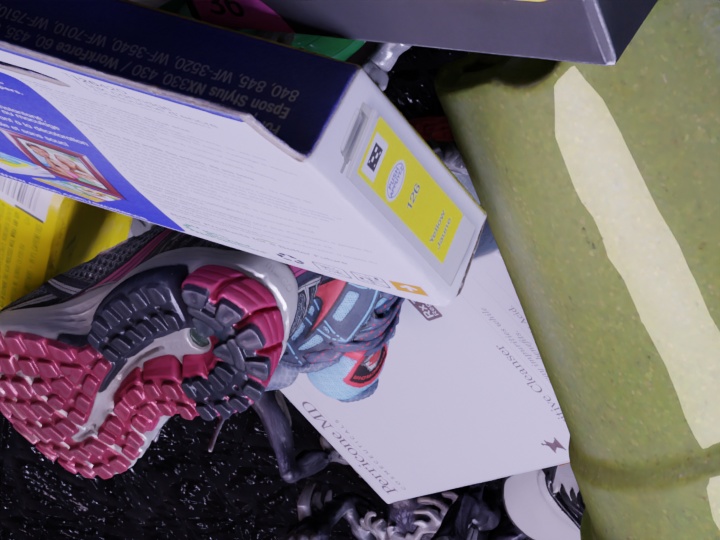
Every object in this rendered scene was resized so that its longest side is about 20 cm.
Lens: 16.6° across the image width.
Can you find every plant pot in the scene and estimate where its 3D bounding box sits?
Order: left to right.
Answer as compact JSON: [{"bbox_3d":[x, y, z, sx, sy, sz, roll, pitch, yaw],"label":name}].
[{"bbox_3d":[0.123,-0.020,0.854,0.200,0.200,0.185,-15,110,51],"label":"plant pot"}]

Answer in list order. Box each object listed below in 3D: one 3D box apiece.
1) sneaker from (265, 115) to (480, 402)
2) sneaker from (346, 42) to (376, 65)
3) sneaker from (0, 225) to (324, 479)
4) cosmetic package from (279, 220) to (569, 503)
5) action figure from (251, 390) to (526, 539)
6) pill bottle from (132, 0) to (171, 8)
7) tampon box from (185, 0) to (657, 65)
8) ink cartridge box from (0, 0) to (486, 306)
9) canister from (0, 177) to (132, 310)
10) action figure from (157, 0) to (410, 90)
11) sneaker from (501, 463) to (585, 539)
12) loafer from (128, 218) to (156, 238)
[{"bbox_3d":[0.000,0.000,0.970,0.200,0.079,0.096,-24,84,52],"label":"sneaker"},{"bbox_3d":[-0.033,-0.071,1.038,0.106,0.075,0.199,39,149,-28],"label":"sneaker"},{"bbox_3d":[-0.082,0.025,0.953,0.199,0.075,0.081,-16,119,47],"label":"sneaker"},{"bbox_3d":[0.051,0.024,1.052,0.113,0.081,0.200,46,146,-14],"label":"cosmetic package"},{"bbox_3d":[0.004,0.118,1.198,0.118,0.102,0.200,-20,116,40],"label":"action figure"},{"bbox_3d":[-0.072,-0.186,0.878,0.110,0.111,0.201,21,144,23],"label":"pill bottle"},{"bbox_3d":[0.038,-0.173,0.708,0.149,0.200,0.127,9,139,36],"label":"tampon box"},{"bbox_3d":[-0.078,-0.056,0.766,0.196,0.047,0.200,18,168,21],"label":"ink cartridge box"},{"bbox_3d":[-0.190,-0.070,1.025,0.199,0.087,0.149,32,144,7],"label":"canister"},{"bbox_3d":[-0.018,-0.091,0.891,0.200,0.055,0.118,-36,149,26],"label":"action figure"},{"bbox_3d":[0.111,0.088,1.080,0.074,0.080,0.200,39,149,-7],"label":"sneaker"},{"bbox_3d":[-0.114,-0.035,1.154,0.200,0.070,0.070,41,158,1],"label":"loafer"}]
